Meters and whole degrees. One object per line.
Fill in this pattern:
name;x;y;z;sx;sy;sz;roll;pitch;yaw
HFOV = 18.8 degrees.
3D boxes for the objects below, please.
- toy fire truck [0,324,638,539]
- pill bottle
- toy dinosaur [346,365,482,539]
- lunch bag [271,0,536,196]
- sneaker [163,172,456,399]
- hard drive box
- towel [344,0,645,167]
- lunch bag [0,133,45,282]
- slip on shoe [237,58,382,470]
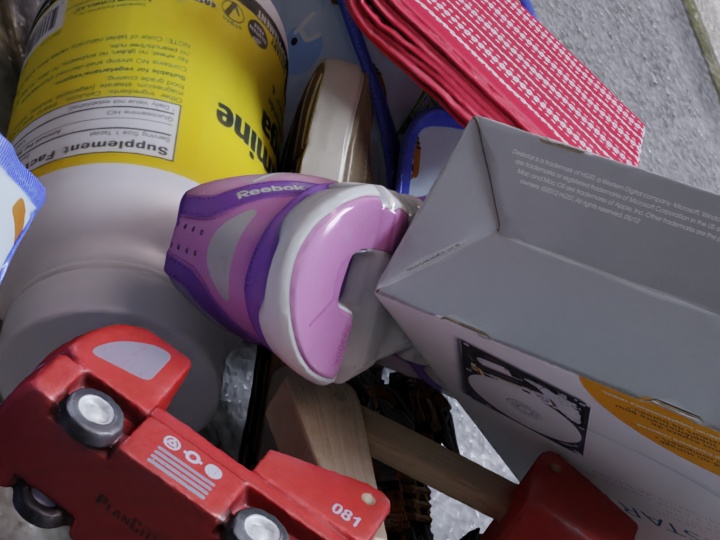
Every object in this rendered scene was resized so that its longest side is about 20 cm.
toy fire truck;-0.014;0.076;0.741;0.200;0.049;0.141;35;33;4
pill bottle;-0.089;-0.029;0.875;0.112;0.112;0.200;35;39;-29
toy dinosaur;-0.020;0.124;0.809;0.135;0.102;0.200;20;46;-15
lunch bag;0.028;-0.049;1.022;0.170;0.124;0.200;8;56;-47
sneaker;0.000;0.000;0.806;0.200;0.088;0.081;11;92;-58
hard drive box;0.116;0.044;0.778;0.077;0.156;0.200;-60;148;-14
towel;0.060;-0.084;0.914;0.145;0.022;0.200;44;17;-3
lunch bag;-0.212;-0.007;0.643;0.200;0.124;0.170;34;70;-21
slip on shoe;-0.009;0.016;0.892;0.060;0.076;0.201;7;92;-10
